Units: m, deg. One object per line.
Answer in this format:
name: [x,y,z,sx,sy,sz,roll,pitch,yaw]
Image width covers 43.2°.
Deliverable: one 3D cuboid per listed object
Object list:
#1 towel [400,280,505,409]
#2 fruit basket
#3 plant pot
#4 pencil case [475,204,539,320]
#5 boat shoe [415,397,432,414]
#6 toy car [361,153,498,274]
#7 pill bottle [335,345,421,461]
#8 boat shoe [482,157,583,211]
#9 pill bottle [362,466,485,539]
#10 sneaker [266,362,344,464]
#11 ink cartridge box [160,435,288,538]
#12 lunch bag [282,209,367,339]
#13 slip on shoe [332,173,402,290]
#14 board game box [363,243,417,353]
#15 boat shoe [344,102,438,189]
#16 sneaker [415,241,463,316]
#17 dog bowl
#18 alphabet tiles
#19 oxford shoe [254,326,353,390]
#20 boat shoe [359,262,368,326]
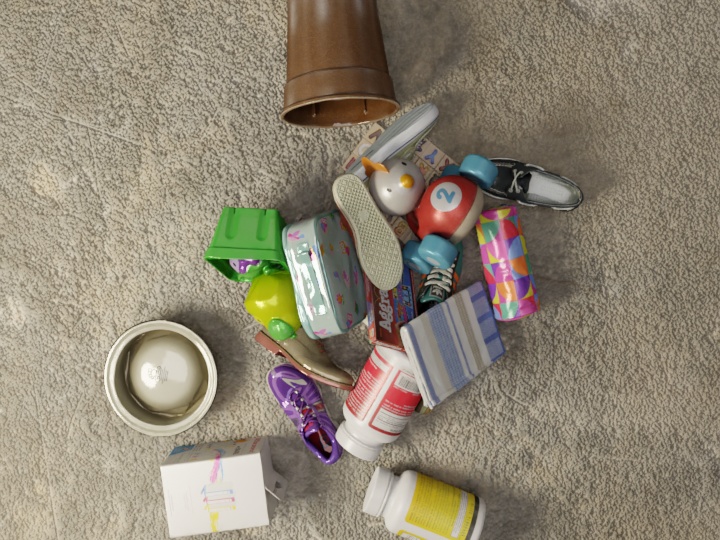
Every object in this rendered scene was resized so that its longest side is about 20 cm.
towel: [0.156,0.121,1.520,0.199,0.024,0.149,-29,104,-35]
fruit basket: [-0.165,0.014,1.501,0.153,0.216,0.219,3,94,6]
plant pot: [-0.042,-0.355,1.495,0.197,0.200,0.202,-5,86,1]
pencil case: [0.249,-0.016,1.563,0.087,0.088,0.203,-13,92,1]
boat shoe: [0.163,0.168,1.584,0.075,0.072,0.202,26,95,-15]
toy car: [0.086,-0.126,1.480,0.198,0.177,0.186,31,78,-12]
pill bottle: [0.039,0.219,1.558,0.111,0.112,0.202,29,102,-1]
boat shoe: [0.287,-0.150,1.561,0.197,0.060,0.077,10,94,0]
pill bottle: [0.108,0.415,1.576,0.198,0.111,0.113,22,94,-2]
sneaker: [-0.090,0.248,1.581,0.080,0.083,0.201,-36,92,2]
ink cartridge box: [-0.228,0.368,1.569,0.197,0.129,0.127,-8,94,0]
lunch bag: [-0.060,0.003,1.475,0.076,0.160,0.203,-13,97,23]
slip on shoe: [0.011,-0.063,1.483,0.073,0.061,0.202,-28,96,-8]
board game box: [0.050,0.037,1.519,0.102,0.019,0.203,17,55,-35]
boat shoe: [0.061,-0.205,1.558,0.199,0.072,0.062,-40,116,7]
sneaker: [0.136,0.027,1.563,0.070,0.080,0.203,14,91,-1]
dog bowl: [-0.340,0.181,1.584,0.197,0.074,0.204,0,95,1]
alphabet tiles: [0.073,-0.157,1.590,0.199,0.008,0.168,38,94,-2]
oxford shoe: [-0.088,0.137,1.562,0.198,0.070,0.075,30,89,14]
boat shoe: [0.002,-0.001,1.570,0.071,0.060,0.204,-23,92,29]
